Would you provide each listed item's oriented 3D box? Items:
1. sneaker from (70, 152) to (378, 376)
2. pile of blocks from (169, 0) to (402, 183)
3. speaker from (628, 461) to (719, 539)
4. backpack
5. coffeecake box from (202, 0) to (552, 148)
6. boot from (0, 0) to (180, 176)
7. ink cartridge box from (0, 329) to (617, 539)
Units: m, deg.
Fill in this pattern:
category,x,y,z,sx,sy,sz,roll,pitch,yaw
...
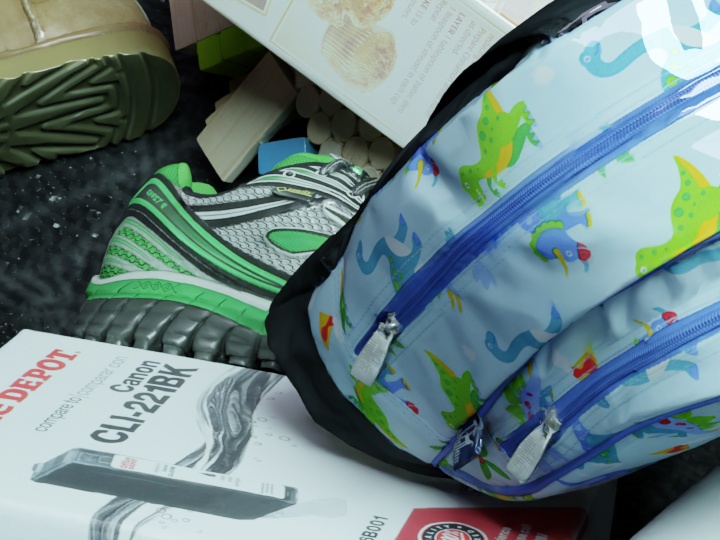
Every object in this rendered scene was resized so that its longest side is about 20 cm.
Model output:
category,x,y,z,sx,sy,sz,roll,pitch,yaw
sneaker,0.000,0.000,0.906,0.199,0.078,0.085,6,71,26
pile of blocks,-0.002,-0.050,1.005,0.062,0.082,0.200,8,45,-49
speaker,0.118,0.083,0.754,0.081,0.081,0.200,32,45,26
backpack,0.078,-0.015,0.744,0.163,0.200,0.154,-21,64,-23
coffeecake box,0.048,-0.109,0.963,0.200,0.073,0.154,36,42,3
boot,-0.171,-0.118,1.063,0.175,0.066,0.200,-10,50,-20
ink cartridge box,-0.036,0.090,0.827,0.199,0.084,0.144,9,17,12
